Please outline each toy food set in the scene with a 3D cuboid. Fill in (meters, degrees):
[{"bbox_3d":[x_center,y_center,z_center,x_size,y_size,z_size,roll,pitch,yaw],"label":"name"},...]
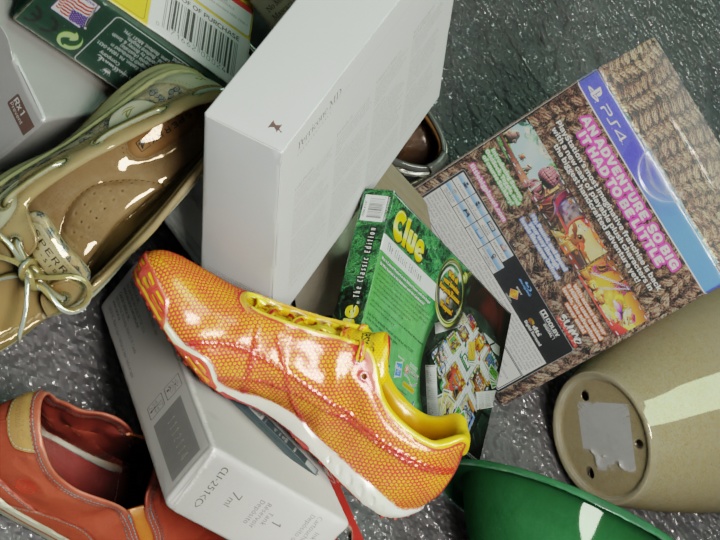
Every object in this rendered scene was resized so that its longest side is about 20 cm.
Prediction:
[{"bbox_3d":[0.000,0.000,1.279,0.200,0.060,0.145,42,34,-57],"label":"toy food set"}]

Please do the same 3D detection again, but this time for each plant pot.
[{"bbox_3d":[0.235,0.093,1.450,0.199,0.187,0.189,-13,74,-39],"label":"plant pot"}]

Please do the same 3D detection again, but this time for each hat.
[{"bbox_3d":[0.105,0.234,1.240,0.199,0.166,0.177,22,72,7],"label":"hat"}]

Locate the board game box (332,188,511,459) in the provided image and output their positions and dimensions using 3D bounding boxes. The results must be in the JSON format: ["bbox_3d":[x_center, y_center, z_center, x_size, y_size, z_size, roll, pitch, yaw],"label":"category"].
[{"bbox_3d":[0.037,0.039,1.211,0.200,0.023,0.106,43,59,-58],"label":"board game box"}]

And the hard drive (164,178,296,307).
[{"bbox_3d":[-0.054,0.017,1.202,0.201,0.026,0.132,52,5,-2],"label":"hard drive"}]

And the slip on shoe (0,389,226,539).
[{"bbox_3d":[-0.117,0.119,1.078,0.199,0.061,0.075,33,40,-34],"label":"slip on shoe"}]

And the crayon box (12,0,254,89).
[{"bbox_3d":[-0.118,-0.183,1.169,0.127,0.051,0.201,34,39,-27],"label":"crayon box"}]

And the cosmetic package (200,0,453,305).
[{"bbox_3d":[-0.015,-0.089,1.105,0.051,0.151,0.200,27,55,12],"label":"cosmetic package"}]

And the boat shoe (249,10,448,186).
[{"bbox_3d":[-0.020,-0.134,1.358,0.200,0.068,0.072,45,80,-12],"label":"boat shoe"}]

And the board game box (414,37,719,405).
[{"bbox_3d":[0.146,-0.032,1.391,0.160,0.199,0.097,59,35,0],"label":"board game box"}]

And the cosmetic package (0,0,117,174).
[{"bbox_3d":[-0.158,-0.119,1.186,0.199,0.090,0.108,-13,73,-51],"label":"cosmetic package"}]

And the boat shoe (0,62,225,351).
[{"bbox_3d":[-0.145,-0.030,1.062,0.200,0.063,0.073,-47,115,-9],"label":"boat shoe"}]

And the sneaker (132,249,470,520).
[{"bbox_3d":[-0.029,0.045,1.070,0.199,0.077,0.073,36,15,-13],"label":"sneaker"}]

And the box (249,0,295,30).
[{"bbox_3d":[-0.069,-0.242,1.164,0.200,0.082,0.068,52,35,-1],"label":"box"}]

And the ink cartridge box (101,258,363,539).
[{"bbox_3d":[-0.048,0.095,1.123,0.176,0.045,0.200,34,14,-31],"label":"ink cartridge box"}]
